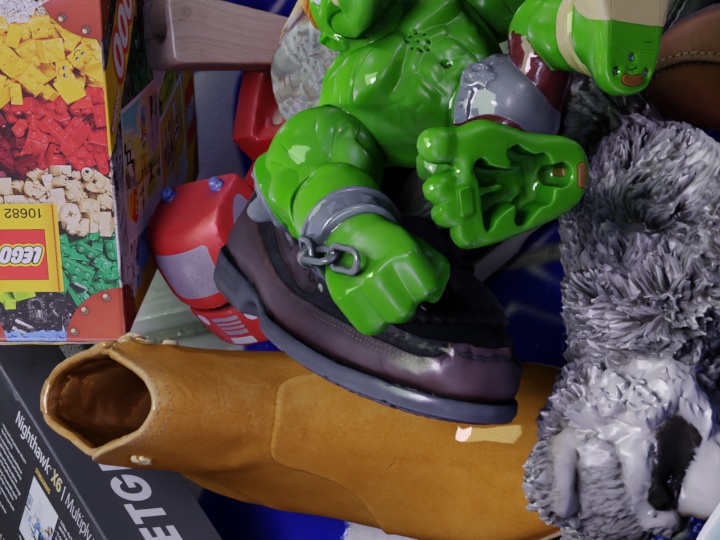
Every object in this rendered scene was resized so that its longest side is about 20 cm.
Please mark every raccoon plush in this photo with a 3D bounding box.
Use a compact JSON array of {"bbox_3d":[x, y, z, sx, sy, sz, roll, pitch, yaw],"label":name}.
[{"bbox_3d":[0.080,0.014,0.961,0.134,0.097,0.200,-45,40,0],"label":"raccoon plush"}]

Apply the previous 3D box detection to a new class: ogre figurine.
[{"bbox_3d":[0.035,-0.061,0.914,0.120,0.098,0.201,8,70,53],"label":"ogre figurine"}]

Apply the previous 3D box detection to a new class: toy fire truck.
[{"bbox_3d":[-0.043,-0.086,1.115,0.049,0.141,0.200,-10,43,46],"label":"toy fire truck"}]

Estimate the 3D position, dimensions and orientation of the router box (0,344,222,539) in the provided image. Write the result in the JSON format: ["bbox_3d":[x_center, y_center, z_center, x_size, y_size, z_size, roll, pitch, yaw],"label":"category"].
[{"bbox_3d":[-0.113,0.147,1.126,0.200,0.052,0.158,52,134,44],"label":"router box"}]

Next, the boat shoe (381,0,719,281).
[{"bbox_3d":[0.061,-0.066,1.060,0.199,0.066,0.075,-41,46,28],"label":"boat shoe"}]

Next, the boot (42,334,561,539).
[{"bbox_3d":[-0.016,0.061,1.014,0.201,0.144,0.071,-3,79,49],"label":"boot"}]

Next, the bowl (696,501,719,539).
[{"bbox_3d":[0.191,0.136,0.801,0.200,0.105,0.202,-21,59,40],"label":"bowl"}]

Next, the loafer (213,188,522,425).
[{"bbox_3d":[0.000,0.000,0.960,0.200,0.072,0.063,31,110,63],"label":"loafer"}]

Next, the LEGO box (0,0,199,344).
[{"bbox_3d":[-0.121,-0.075,1.133,0.200,0.077,0.150,-76,-16,-68],"label":"LEGO box"}]

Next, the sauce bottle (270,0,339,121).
[{"bbox_3d":[0.017,-0.120,1.075,0.065,0.065,0.200,-36,20,32],"label":"sauce bottle"}]

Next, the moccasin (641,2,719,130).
[{"bbox_3d":[0.174,-0.044,0.931,0.201,0.074,0.078,19,79,40],"label":"moccasin"}]
